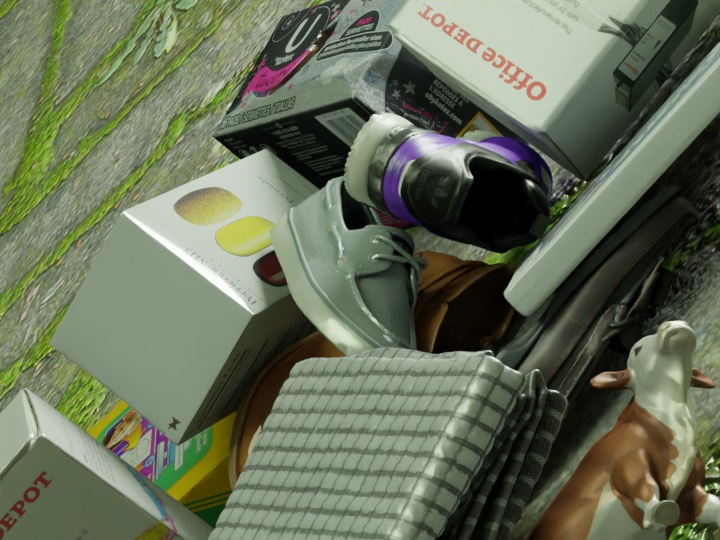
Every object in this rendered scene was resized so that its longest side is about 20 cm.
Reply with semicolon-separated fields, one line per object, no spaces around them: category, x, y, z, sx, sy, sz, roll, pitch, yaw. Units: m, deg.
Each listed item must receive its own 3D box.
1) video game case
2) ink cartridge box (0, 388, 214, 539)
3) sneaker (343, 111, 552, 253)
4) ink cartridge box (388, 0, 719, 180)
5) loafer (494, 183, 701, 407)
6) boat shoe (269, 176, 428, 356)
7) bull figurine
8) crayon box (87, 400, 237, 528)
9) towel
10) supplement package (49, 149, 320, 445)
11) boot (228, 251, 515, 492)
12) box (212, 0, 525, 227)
video game case;0.159;-0.061;1.662;0.200;0.023;0.182;-47;0;8
ink cartridge box;-0.171;0.190;1.750;0.148;0.200;0.086;-48;21;6
sneaker;0.079;-0.041;1.744;0.099;0.200;0.070;24;100;31
ink cartridge box;0.138;-0.180;1.817;0.146;0.084;0.200;38;88;32
loafer;0.127;0.042;1.616;0.200;0.063;0.072;-47;-10;-2
boat shoe;0.001;0.000;1.738;0.072;0.070;0.201;-47;30;10
bull figurine;0.129;0.124;1.427;0.200;0.065;0.121;-60;20;7
crayon box;-0.121;0.133;1.948;0.173;0.058;0.200;-41;23;20
towel;0.011;0.125;1.483;0.200;0.086;0.166;-6;51;56
supplement package;-0.088;0.014;1.862;0.110;0.114;0.200;-59;-13;25
boot;0.007;0.068;1.778;0.155;0.074;0.200;-1;55;58
box;0.014;-0.113;1.977;0.200;0.132;0.115;-11;45;59
